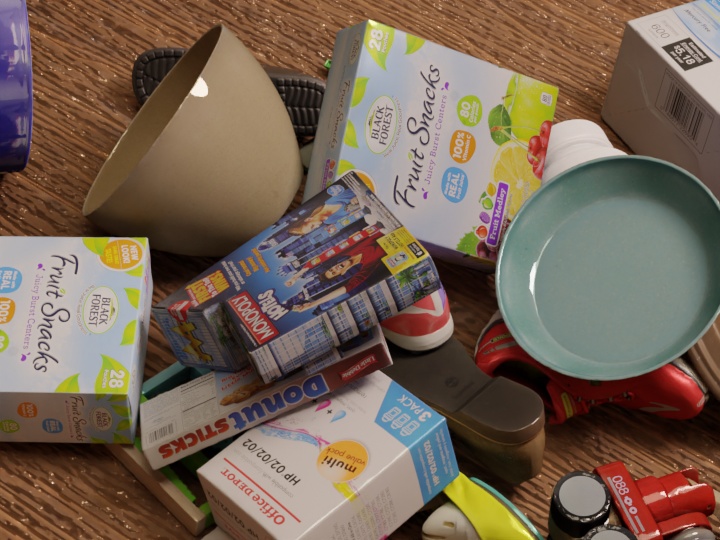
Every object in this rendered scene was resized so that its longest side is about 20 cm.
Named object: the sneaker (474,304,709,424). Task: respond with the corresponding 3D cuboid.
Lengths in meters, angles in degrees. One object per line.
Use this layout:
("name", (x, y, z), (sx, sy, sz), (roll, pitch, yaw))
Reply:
("sneaker", (0.189, 0.097, 1.461), (0.198, 0.078, 0.085), (14, 50, 17))

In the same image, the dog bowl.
("dog bowl", (-0.339, -0.182, 1.520), (0.078, 0.201, 0.201), (-5, 48, -19))

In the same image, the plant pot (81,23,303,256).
("plant pot", (-0.127, -0.090, 1.505), (0.134, 0.200, 0.201), (37, 44, -15))

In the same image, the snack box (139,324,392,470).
("snack box", (-0.074, 0.087, 1.338), (0.198, 0.024, 0.072), (-24, 25, 2))

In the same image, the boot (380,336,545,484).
("boot", (0.074, 0.109, 1.430), (0.073, 0.076, 0.199), (-32, 41, -23))

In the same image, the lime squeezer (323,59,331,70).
("lime squeezer", (0.050, -0.177, 1.671), (0.038, 0.071, 0.199), (-43, 29, -26))

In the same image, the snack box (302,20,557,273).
("snack box", (0.061, -0.103, 1.518), (0.198, 0.068, 0.171), (15, 81, -24))

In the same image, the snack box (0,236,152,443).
("snack box", (-0.270, 0.052, 1.391), (0.197, 0.068, 0.170), (1, 46, -2))

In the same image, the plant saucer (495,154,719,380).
("plant saucer", (0.210, 0.002, 1.437), (0.198, 0.036, 0.202), (-9, 63, 18))

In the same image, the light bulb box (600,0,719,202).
("light bulb box", (0.376, -0.161, 1.700), (0.198, 0.126, 0.199), (-20, 53, -26))

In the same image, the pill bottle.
("pill bottle", (0.213, -0.038, 1.558), (0.111, 0.113, 0.201), (-5, 49, -16))

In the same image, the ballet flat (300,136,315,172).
("ballet flat", (0.041, -0.125, 1.639), (0.197, 0.064, 0.068), (0, 47, -12))

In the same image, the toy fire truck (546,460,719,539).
("toy fire truck", (0.255, 0.227, 1.326), (0.198, 0.129, 0.177), (-17, 52, -12))

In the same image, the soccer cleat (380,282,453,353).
("soccer cleat", (0.000, 0.000, 1.479), (0.068, 0.074, 0.199), (-31, 40, -30))

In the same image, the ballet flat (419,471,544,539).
("ballet flat", (0.062, 0.179, 1.360), (0.067, 0.067, 0.200), (-32, 53, -20))

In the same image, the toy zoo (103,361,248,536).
("toy zoo", (-0.100, 0.115, 1.412), (0.199, 0.021, 0.131), (-32, 60, -34))

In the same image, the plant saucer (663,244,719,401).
("plant saucer", (0.331, 0.037, 1.493), (0.199, 0.029, 0.202), (24, 53, -36))

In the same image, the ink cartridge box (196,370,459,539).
("ink cartridge box", (-0.038, 0.163, 1.303), (0.199, 0.068, 0.115), (-37, 46, -23))

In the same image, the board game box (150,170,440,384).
("board game box", (-0.053, 0.023, 1.339), (0.198, 0.062, 0.200), (-29, 26, -4))

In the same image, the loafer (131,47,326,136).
("loafer", (-0.118, -0.164, 1.653), (0.197, 0.074, 0.071), (13, 11, 3))
